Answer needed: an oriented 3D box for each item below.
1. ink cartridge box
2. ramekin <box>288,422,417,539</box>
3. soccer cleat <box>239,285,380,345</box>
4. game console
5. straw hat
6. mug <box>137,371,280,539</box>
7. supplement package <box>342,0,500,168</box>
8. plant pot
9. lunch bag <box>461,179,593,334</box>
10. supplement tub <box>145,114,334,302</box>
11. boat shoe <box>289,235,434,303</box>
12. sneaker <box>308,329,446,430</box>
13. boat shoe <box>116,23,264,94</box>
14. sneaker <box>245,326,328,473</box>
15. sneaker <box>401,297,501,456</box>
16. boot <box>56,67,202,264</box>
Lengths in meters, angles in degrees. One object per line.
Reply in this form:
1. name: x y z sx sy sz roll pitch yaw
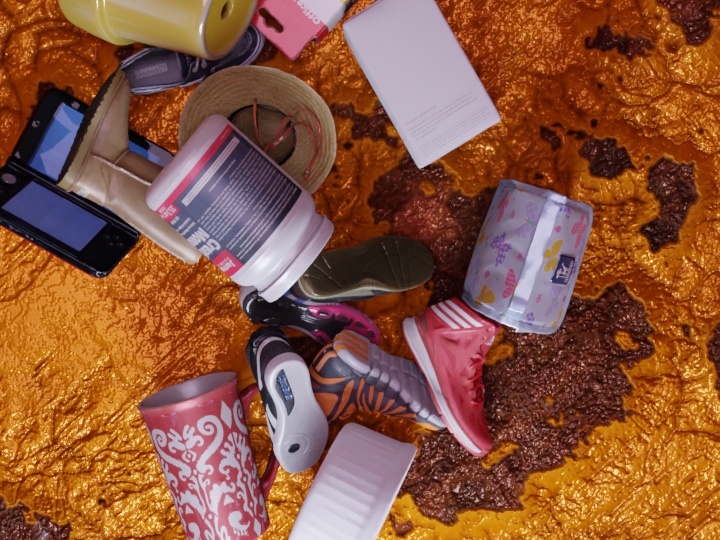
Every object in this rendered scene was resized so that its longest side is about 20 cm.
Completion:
1. ink cartridge box: -0.057 -0.373 1.550 0.116 0.067 0.200 43 93 -1
2. ramekin: -0.013 0.290 1.530 0.097 0.200 0.203 25 93 7
3. soccer cleat: -0.063 0.046 1.577 0.198 0.087 0.070 21 121 -22
4. game console: -0.361 -0.112 1.549 0.198 0.173 0.120 29 120 -1
5. straw hat: -0.125 -0.172 1.550 0.198 0.085 0.204 1 110 4
6. mug: -0.173 0.241 1.560 0.175 0.133 0.203 -15 96 3
7. supplement package: 0.074 -0.244 1.532 0.116 0.117 0.202 -30 93 3
8. plant pot: -0.230 -0.348 1.467 0.187 0.201 0.203 28 94 14
9. lunch bag: 0.206 -0.016 1.502 0.125 0.200 0.172 18 93 0
10. supplement tub: -0.144 -0.073 1.465 0.200 0.140 0.141 41 93 -10
11. boat shoe: 0.000 0.001 1.553 0.199 0.066 0.073 -10 84 -33
12. sneaker: 0.015 0.163 1.585 0.199 0.078 0.112 36 119 -18
13. boat shoe: -0.218 -0.270 1.554 0.197 0.068 0.073 -14 101 3
14. sneaker: -0.095 0.152 1.545 0.072 0.112 0.202 -18 131 -15
15. sneaker: 0.143 0.128 1.562 0.115 0.078 0.202 -30 91 15
16. boot: -0.262 -0.129 1.537 0.199 0.066 0.177 29 75 -26
